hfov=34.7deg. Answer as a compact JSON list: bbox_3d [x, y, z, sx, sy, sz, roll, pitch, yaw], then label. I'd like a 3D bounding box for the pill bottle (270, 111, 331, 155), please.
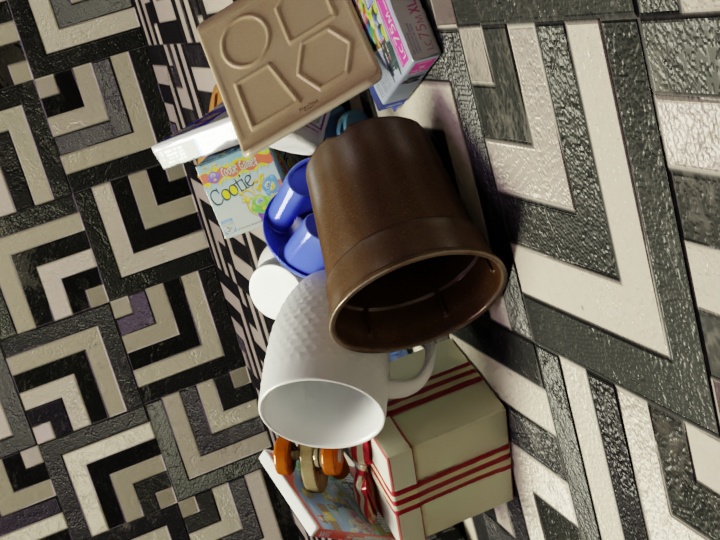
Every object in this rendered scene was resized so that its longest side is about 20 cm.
[{"bbox_3d":[-0.075,-0.251,1.389,0.112,0.111,0.202,172,115,-76],"label":"pill bottle"}]

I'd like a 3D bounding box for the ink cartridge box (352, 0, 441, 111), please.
[{"bbox_3d":[0.029,-0.256,1.283,0.200,0.042,0.121,135,115,-77],"label":"ink cartridge box"}]

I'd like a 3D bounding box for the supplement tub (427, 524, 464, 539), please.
[{"bbox_3d":[0.075,0.368,1.769,0.123,0.121,0.202,105,144,-66],"label":"supplement tub"}]

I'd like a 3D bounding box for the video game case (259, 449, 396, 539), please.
[{"bbox_3d":[-0.026,0.296,1.488,0.199,0.018,0.143,20,-159,-46],"label":"video game case"}]

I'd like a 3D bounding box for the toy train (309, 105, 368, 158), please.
[{"bbox_3d":[-0.010,-0.126,1.554,0.115,0.084,0.202,9,125,55],"label":"toy train"}]

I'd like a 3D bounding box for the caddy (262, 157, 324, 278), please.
[{"bbox_3d":[-0.023,-0.064,1.432,0.142,0.198,0.105,66,150,25],"label":"caddy"}]

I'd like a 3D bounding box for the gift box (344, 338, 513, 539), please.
[{"bbox_3d":[0.068,0.217,1.460,0.200,0.185,0.186,-133,27,-55],"label":"gift box"}]

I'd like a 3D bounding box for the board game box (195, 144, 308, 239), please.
[{"bbox_3d":[-0.136,-0.131,1.559,0.200,0.104,0.104,-70,-40,-72],"label":"board game box"}]

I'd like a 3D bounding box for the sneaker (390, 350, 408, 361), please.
[{"bbox_3d":[0.021,0.083,1.686,0.077,0.075,0.202,102,145,-73],"label":"sneaker"}]

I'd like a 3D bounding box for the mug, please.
[{"bbox_3d":[-0.011,0.095,1.349,0.148,0.197,0.177,87,-173,-51],"label":"mug"}]

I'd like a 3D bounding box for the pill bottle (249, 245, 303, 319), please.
[{"bbox_3d":[-0.077,-0.011,1.616,0.200,0.108,0.110,-49,-51,-57],"label":"pill bottle"}]

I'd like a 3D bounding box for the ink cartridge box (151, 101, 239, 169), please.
[{"bbox_3d":[-0.154,-0.211,1.567,0.044,0.196,0.200,65,-148,-16],"label":"ink cartridge box"}]

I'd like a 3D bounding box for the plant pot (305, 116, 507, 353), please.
[{"bbox_3d":[0.035,-0.045,1.261,0.201,0.198,0.200,94,160,-59],"label":"plant pot"}]

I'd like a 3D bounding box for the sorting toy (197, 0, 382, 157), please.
[{"bbox_3d":[-0.082,-0.247,1.314,0.036,0.184,0.202,33,-147,-62],"label":"sorting toy"}]

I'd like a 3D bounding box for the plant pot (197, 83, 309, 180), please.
[{"bbox_3d":[-0.154,-0.215,1.764,0.200,0.198,0.142,155,111,-76],"label":"plant pot"}]

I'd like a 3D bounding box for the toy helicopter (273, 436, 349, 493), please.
[{"bbox_3d":[-0.049,0.183,1.463,0.133,0.078,0.202,62,-152,-60],"label":"toy helicopter"}]
